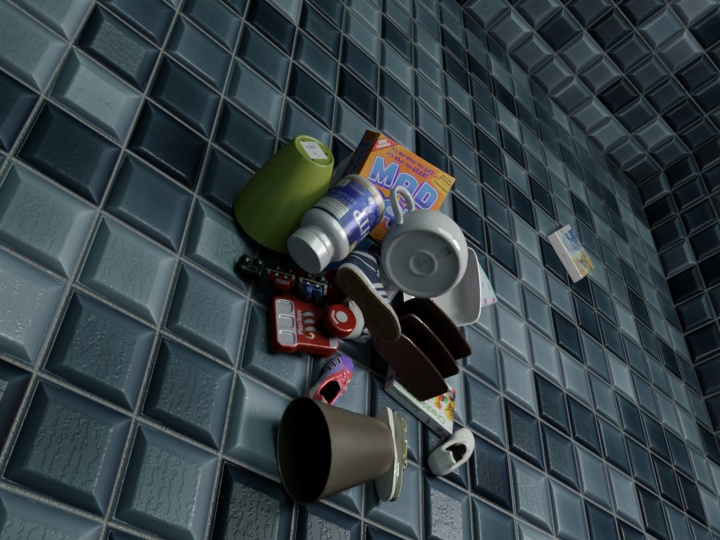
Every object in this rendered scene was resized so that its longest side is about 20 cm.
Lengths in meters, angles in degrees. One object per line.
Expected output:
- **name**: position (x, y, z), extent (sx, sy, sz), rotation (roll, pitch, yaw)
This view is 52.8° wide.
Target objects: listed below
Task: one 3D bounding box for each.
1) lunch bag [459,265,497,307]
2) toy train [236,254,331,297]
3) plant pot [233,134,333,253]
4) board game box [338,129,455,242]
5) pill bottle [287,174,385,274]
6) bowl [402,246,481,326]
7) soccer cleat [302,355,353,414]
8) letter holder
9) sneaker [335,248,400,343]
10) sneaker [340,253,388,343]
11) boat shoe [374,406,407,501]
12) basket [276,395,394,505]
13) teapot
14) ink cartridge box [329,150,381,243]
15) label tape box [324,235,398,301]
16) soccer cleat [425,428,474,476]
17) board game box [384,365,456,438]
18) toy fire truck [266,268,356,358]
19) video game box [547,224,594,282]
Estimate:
- **lunch bag**: position (0.256, 0.022, 1.949), extent (0.169, 0.121, 0.204), rotation (-13, 78, -53)
- **toy train**: position (-0.153, 0.014, 1.439), extent (0.196, 0.034, 0.047), rotation (15, 58, 4)
- **plant pot**: position (-0.142, -0.174, 1.508), extent (0.184, 0.201, 0.189), rotation (23, 37, -18)
- **board game box**: position (0.063, -0.179, 1.656), extent (0.197, 0.203, 0.200), rotation (28, 8, -13)
- **pill bottle**: position (-0.051, -0.090, 1.450), extent (0.120, 0.119, 0.200), rotation (49, 59, -8)
- **bowl**: position (0.198, 0.044, 1.810), extent (0.195, 0.075, 0.205), rotation (-1, 80, -4)
- **soccer cleat**: position (-0.052, 0.226, 1.441), extent (0.069, 0.073, 0.200), rotation (52, 35, -4)
- **letter holder**: position (0.141, 0.168, 1.578), extent (0.201, 0.140, 0.102), rotation (49, 34, -25)
- **sneaker**: position (0.027, 0.046, 1.488), extent (0.201, 0.069, 0.109), rotation (55, 27, -21)
- **sneaker**: position (0.002, 0.061, 1.560), extent (0.080, 0.204, 0.075), rotation (7, 18, -33)
- **boat shoe**: position (0.067, 0.374, 1.469), extent (0.060, 0.072, 0.204), rotation (27, 40, -27)
- **basket**: position (-0.038, 0.326, 1.331), extent (0.198, 0.134, 0.185), rotation (14, 65, -49)
- **teapot**: position (0.135, -0.054, 1.520), extent (0.193, 0.203, 0.147), rotation (15, 35, 4)
- **ink cartridge box**: position (0.019, -0.188, 1.831), extent (0.200, 0.083, 0.148), rotation (45, 21, -17)
- **label tape box**: position (0.000, 0.000, 1.619), extent (0.198, 0.146, 0.063), rotation (29, 11, -32)
- **soccer cleat**: position (0.224, 0.403, 1.626), extent (0.199, 0.086, 0.071), rotation (-19, 77, -55)
- **board game box**: position (0.141, 0.278, 1.671), extent (0.199, 0.034, 0.128), rotation (41, 37, -22)
- **toy fire truck**: position (-0.108, 0.079, 1.473), extent (0.165, 0.112, 0.203), rotation (11, 52, -27)
- **video game box**: position (0.804, -0.069, 2.763), extent (0.181, 0.047, 0.202), rotation (-23, 81, -53)
